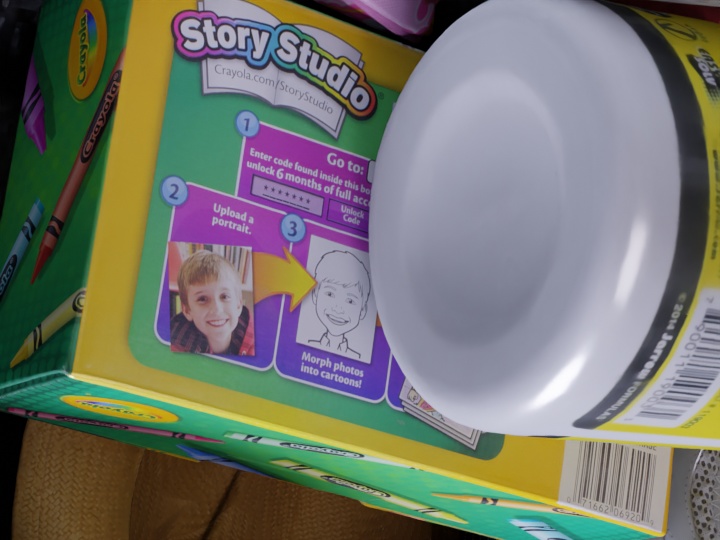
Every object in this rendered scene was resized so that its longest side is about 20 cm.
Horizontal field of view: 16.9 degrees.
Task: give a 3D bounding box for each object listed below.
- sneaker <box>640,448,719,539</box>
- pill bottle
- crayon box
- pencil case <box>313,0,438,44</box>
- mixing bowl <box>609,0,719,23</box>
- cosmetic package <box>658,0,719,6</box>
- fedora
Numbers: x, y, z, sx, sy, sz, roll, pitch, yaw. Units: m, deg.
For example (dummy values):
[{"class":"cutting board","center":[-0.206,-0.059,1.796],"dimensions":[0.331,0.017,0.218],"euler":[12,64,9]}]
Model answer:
[{"class":"sneaker","center":[0.123,0.032,0.760],"dimensions":[0.075,0.082,0.200],"euler":[29,65,-44]},{"class":"pill bottle","center":[0.111,-0.006,0.655],"dimensions":[0.200,0.112,0.113],"euler":[7,109,-34]},{"class":"crayon box","center":[0.000,0.000,0.682],"dimensions":[0.200,0.058,0.119],"euler":[18,70,-30]},{"class":"pencil case","center":[0.032,-0.165,0.678],"dimensions":[0.087,0.087,0.200],"euler":[26,97,-38]},{"class":"mixing bowl","center":[0.150,-0.144,0.746],"dimensions":[0.200,0.108,0.201],"euler":[-15,121,-27]},{"class":"cosmetic package","center":[0.051,-0.151,0.551],"dimensions":[0.200,0.165,0.165],"euler":[5,92,7]},{"class":"fedora","center":[-0.029,0.075,0.734],"dimensions":[0.200,0.082,0.201],"euler":[8,75,-32]}]
